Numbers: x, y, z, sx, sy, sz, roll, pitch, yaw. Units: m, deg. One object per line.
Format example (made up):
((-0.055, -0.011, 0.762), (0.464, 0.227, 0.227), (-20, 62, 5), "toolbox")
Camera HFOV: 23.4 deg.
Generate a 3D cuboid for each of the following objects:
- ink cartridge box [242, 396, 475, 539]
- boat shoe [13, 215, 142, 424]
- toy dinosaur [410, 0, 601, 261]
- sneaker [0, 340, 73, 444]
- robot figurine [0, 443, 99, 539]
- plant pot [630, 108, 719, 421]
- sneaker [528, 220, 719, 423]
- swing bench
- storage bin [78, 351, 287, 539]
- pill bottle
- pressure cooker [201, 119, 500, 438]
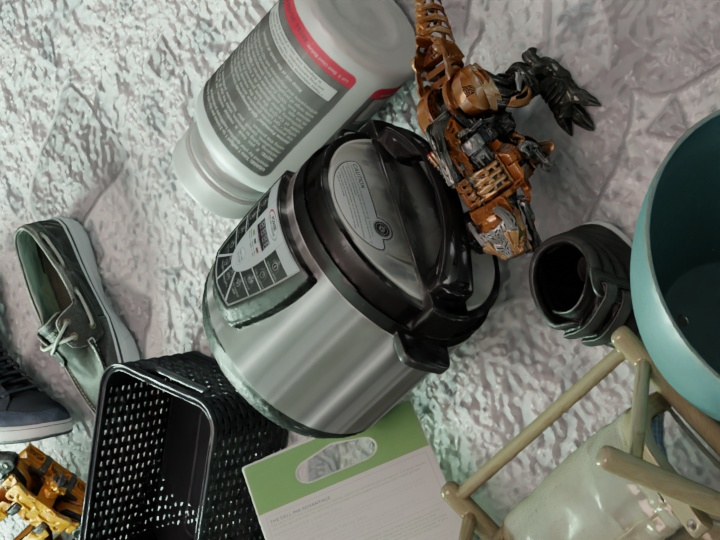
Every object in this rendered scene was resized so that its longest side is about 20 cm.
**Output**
((0.007, 0.201, 1.252), (0.144, 0.048, 0.201), (-22, 44, -2), "ink cartridge box")
((-0.255, 0.049, 1.524), (0.072, 0.071, 0.202), (-36, 73, 36), "boat shoe")
((0.086, -0.108, 1.186), (0.101, 0.135, 0.203), (-5, 91, 40), "toy dinosaur")
((-0.341, 0.077, 1.595), (0.201, 0.076, 0.148), (10, 103, 40), "sneaker")
((-0.317, 0.227, 1.573), (0.145, 0.058, 0.200), (39, 128, -15), "robot figurine")
((0.247, 0.016, 1.052), (0.202, 0.198, 0.135), (63, 162, 16), "plant pot")
((0.186, 0.045, 1.142), (0.200, 0.099, 0.071), (46, 119, 25), "sneaker")
((0.176, 0.183, 1.125), (0.199, 0.130, 0.199), (36, 125, -12), "swing bench")
((-0.148, 0.181, 1.435), (0.134, 0.093, 0.202), (19, 106, 37), "storage bin")
((-0.056, -0.129, 1.317), (0.200, 0.110, 0.111), (-43, 68, 33), "pill bottle")
((0.002, 0.000, 1.244), (0.176, 0.179, 0.200), (46, 124, 0), "pressure cooker")
